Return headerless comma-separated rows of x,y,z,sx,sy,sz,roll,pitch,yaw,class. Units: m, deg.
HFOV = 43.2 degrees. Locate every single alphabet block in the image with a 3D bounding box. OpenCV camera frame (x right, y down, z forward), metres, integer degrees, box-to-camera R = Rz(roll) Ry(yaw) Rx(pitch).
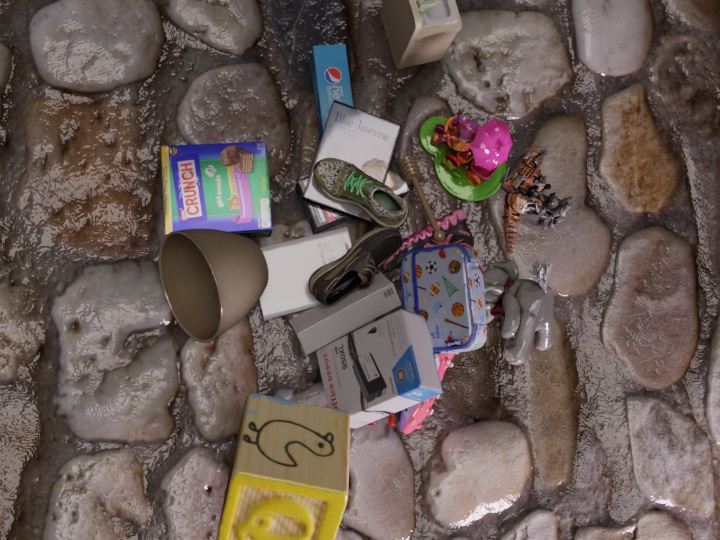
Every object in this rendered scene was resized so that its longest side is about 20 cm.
-0.127,0.356,1.522,0.192,0.201,0.199,11,120,-7,alphabet block

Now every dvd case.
-0.014,-0.205,1.711,0.141,0.018,0.203,18,79,-6,dvd case

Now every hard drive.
-0.104,0.006,1.717,0.197,0.027,0.134,-14,83,-12,hard drive

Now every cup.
-0.248,0.010,1.624,0.142,0.200,0.203,-20,82,-37,cup

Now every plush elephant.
0.276,0.060,1.715,0.164,0.153,0.203,-24,123,-50,plush elephant

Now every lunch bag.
0.146,0.058,1.647,0.158,0.075,0.204,-7,82,32,lunch bag

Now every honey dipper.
0.118,-0.134,1.731,0.037,0.038,0.202,-12,56,-11,honey dipper

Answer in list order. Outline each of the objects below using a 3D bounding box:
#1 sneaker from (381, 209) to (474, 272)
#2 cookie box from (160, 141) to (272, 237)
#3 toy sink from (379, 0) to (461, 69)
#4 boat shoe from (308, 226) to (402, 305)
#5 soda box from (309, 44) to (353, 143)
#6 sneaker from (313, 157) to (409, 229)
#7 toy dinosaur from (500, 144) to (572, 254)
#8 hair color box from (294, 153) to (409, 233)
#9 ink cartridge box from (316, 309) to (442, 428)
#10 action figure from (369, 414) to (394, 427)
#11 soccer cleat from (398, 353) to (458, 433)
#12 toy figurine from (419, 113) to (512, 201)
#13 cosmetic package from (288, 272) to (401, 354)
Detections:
0.135,-0.037,1.746,0.198,0.079,0.096,-29,96,-12,sneaker
-0.269,-0.146,1.694,0.196,0.075,0.174,-4,81,-9,cookie box
0.121,-0.499,1.759,0.110,0.200,0.132,-15,81,-11,toy sink
0.000,0.000,1.667,0.199,0.075,0.074,-37,46,0,boat shoe
-0.053,-0.332,1.769,0.067,0.064,0.204,-5,81,-10,soda box
0.008,-0.151,1.652,0.198,0.089,0.078,28,79,-6,sneaker
0.326,-0.138,1.777,0.134,0.103,0.202,16,119,-14,toy dinosaur
-0.016,-0.156,1.744,0.197,0.061,0.100,-22,84,-13,hair color box
0.030,0.178,1.610,0.198,0.084,0.147,-27,63,28,ink cartridge box
0.042,0.188,1.696,0.064,0.052,0.203,8,74,-13,action figure
0.115,0.207,1.705,0.076,0.067,0.202,24,81,27,soccer cleat
0.214,-0.247,1.735,0.200,0.184,0.150,43,76,1,toy figurine
-0.029,0.078,1.674,0.198,0.083,0.051,-27,112,-7,cosmetic package
